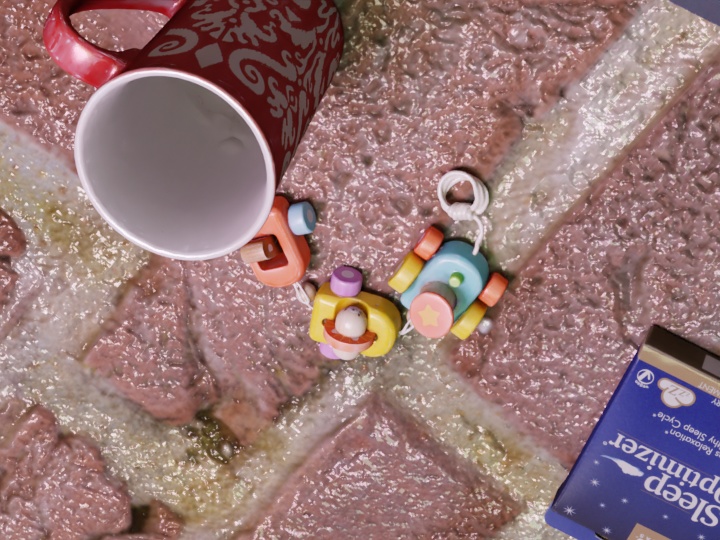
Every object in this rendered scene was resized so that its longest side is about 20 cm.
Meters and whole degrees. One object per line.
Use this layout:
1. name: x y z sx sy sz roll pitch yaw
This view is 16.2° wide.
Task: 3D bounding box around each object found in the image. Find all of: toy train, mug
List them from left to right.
1. mug: -0.097 -0.132 1.630 0.133 0.200 0.178 -17 114 27
2. toy train: 0.000 0.000 1.768 0.199 0.056 0.151 -7 118 23

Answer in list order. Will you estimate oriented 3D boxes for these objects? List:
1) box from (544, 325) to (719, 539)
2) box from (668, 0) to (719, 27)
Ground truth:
1. box: 0.217 0.144 1.801 0.121 0.032 0.201 26 126 1
2. box: 0.259 -0.256 1.433 0.117 0.200 0.197 26 125 1
